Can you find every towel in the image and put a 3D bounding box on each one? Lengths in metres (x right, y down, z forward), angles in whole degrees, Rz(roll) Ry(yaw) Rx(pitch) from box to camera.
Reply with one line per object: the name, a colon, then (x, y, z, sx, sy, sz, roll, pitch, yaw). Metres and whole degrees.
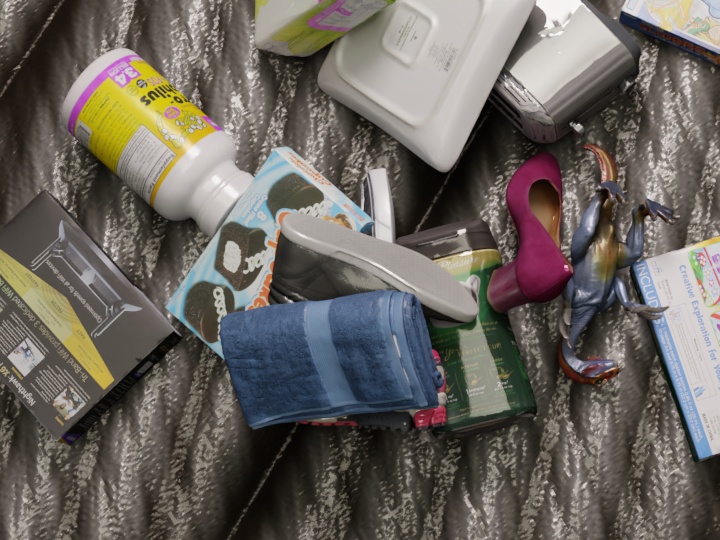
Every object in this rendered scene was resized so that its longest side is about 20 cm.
towel: (-0.030, 0.079, 1.451, 0.199, 0.049, 0.112, -8, 111, 28)

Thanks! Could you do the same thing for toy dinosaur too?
toy dinosaur: (0.234, 0.010, 1.552, 0.104, 0.200, 0.182, 17, 119, -10)

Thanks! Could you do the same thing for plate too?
plate: (0.054, -0.226, 1.565, 0.200, 0.032, 0.200, 37, 108, 34)

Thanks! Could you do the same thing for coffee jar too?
coffee jar: (0.098, 0.054, 1.552, 0.104, 0.085, 0.201, -14, 78, 10)

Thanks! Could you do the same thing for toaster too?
toaster: (0.169, -0.222, 1.587, 0.129, 0.114, 0.200, -43, 77, -2)

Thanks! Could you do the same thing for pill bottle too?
pill bottle: (-0.193, -0.120, 1.602, 0.200, 0.104, 0.104, 41, 85, 10)

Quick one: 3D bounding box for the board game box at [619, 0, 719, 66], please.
board game box: (0.362, -0.314, 1.628, 0.135, 0.034, 0.201, 25, 82, 9)

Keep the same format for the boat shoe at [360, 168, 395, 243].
boat shoe: (0.000, 0.000, 1.583, 0.067, 0.072, 0.202, 0, 86, 3)

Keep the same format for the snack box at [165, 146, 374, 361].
snack box: (-0.088, -0.005, 1.565, 0.116, 0.037, 0.200, 40, 109, 11)

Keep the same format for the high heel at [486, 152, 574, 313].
high heel: (0.183, -0.046, 1.531, 0.067, 0.096, 0.201, 38, 49, -27)

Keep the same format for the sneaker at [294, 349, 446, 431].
sneaker: (-0.005, 0.109, 1.529, 0.199, 0.080, 0.075, 0, 88, 30)

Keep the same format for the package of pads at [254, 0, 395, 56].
package of pads: (-0.035, -0.304, 1.583, 0.068, 0.200, 0.156, 8, 77, -28)

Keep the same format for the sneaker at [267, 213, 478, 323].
sneaker: (0.005, 0.027, 1.503, 0.199, 0.071, 0.100, 22, 115, -5)

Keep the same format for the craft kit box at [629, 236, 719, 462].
craft kit box: (0.381, 0.059, 1.550, 0.196, 0.049, 0.201, -17, 78, 4)

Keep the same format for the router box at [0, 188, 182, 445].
router box: (-0.299, 0.046, 1.603, 0.157, 0.052, 0.200, -43, 79, -4)
